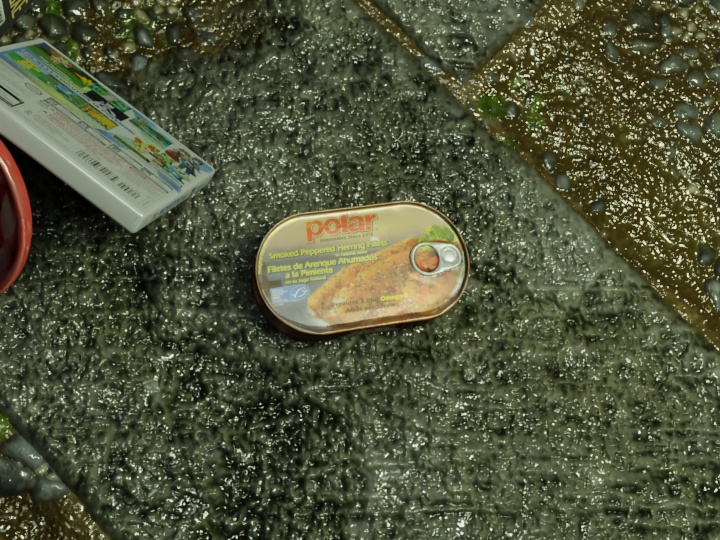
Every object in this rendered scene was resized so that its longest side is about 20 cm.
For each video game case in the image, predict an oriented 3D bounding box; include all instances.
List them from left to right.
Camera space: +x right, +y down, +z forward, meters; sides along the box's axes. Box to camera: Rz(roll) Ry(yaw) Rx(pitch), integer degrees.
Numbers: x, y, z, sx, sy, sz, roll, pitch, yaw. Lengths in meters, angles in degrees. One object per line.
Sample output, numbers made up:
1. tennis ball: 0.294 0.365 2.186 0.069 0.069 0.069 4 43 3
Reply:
1. video game case: -0.230 -0.118 0.997 0.199 0.182 0.022 37 110 0

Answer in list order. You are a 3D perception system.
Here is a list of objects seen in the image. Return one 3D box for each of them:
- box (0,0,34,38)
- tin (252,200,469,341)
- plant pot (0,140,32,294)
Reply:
1. box: -0.309 -0.278 1.001 0.049 0.200 0.159 32 66 3
2. tin: 0.000 0.000 1.076 0.197 0.042 0.114 -7 78 -17
3. plant pot: -0.361 -0.031 0.889 0.200 0.201 0.183 38 35 1
